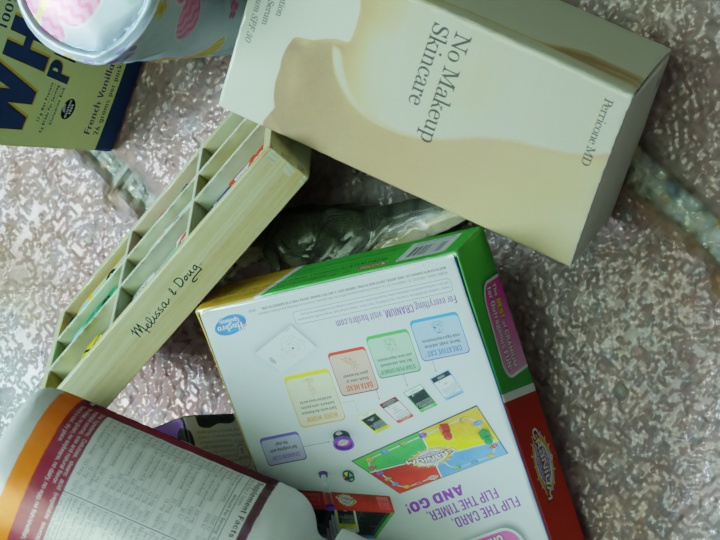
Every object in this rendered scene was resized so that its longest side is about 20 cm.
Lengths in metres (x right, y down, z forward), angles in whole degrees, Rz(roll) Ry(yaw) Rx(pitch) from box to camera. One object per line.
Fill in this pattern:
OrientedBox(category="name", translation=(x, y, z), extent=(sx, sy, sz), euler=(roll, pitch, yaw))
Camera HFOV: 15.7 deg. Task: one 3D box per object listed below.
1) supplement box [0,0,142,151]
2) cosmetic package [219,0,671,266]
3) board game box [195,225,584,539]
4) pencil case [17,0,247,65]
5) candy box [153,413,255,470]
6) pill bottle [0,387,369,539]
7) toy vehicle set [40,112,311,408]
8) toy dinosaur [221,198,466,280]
OrientedBox(category="supplement box", translation=(-0.240, -0.164, 1.404), extent=(0.199, 0.199, 0.135), euler=(25, 102, 25))
OrientedBox(category="cosmetic package", translation=(0.040, -0.095, 1.291), extent=(0.199, 0.071, 0.106), euler=(24, 120, 12))
OrientedBox(category="board game box", translation=(0.019, 0.091, 1.322), extent=(0.152, 0.040, 0.201), euler=(-12, 105, 27))
OrientedBox(category="pencil case", translation=(-0.099, -0.152, 1.334), extent=(0.083, 0.200, 0.091), euler=(-3, 96, 21))
OrientedBox(category="candy box", translation=(-0.116, 0.199, 1.413), extent=(0.167, 0.071, 0.201), euler=(-22, 79, 25))
OrientedBox(category="pill bottle", translation=(-0.089, 0.143, 1.298), extent=(0.199, 0.110, 0.110), euler=(22, 101, 6))
OrientedBox(category="toy vehicle set", translation=(-0.097, -0.011, 1.377), extent=(0.026, 0.124, 0.200), euler=(36, 110, -16))
OrientedBox(category="toy dinosaur", translation=(0.000, 0.000, 1.368), extent=(0.199, 0.047, 0.089), euler=(-10, 79, 24))
